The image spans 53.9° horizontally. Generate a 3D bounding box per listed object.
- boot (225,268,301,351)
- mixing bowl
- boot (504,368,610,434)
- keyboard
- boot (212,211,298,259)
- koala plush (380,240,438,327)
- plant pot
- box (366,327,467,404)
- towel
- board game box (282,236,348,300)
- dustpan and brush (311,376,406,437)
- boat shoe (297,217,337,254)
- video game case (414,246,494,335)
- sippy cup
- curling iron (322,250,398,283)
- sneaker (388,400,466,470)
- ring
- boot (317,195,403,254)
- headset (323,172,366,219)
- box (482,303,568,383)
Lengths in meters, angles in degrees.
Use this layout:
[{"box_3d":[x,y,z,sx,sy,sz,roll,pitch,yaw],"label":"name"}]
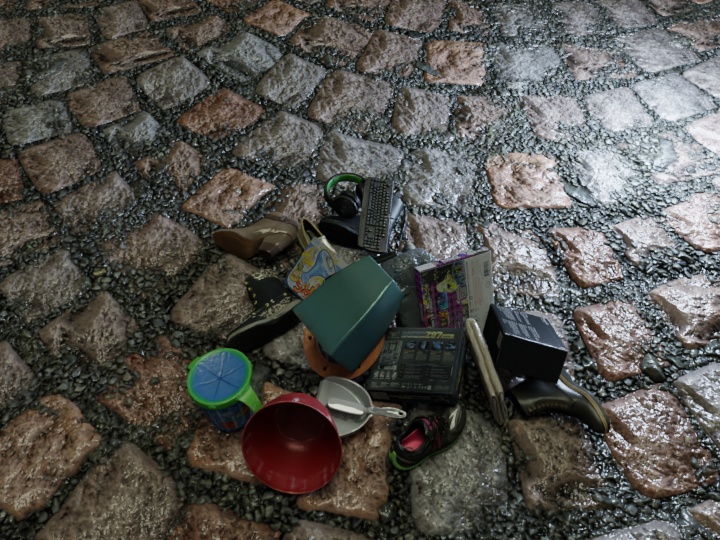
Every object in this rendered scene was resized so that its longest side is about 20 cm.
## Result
[{"box_3d":[-0.243,0.089,1.641,0.200,0.075,0.154,-27,50,-22],"label":"boot"},{"box_3d":[-0.126,0.318,1.386,0.193,0.206,0.109,5,21,3],"label":"mixing bowl"},{"box_3d":[0.410,0.293,1.485,0.136,0.079,0.200,-27,41,-17],"label":"boot"},{"box_3d":[0.062,-0.131,1.701,0.123,0.021,0.205,10,63,-7],"label":"keyboard"},{"box_3d":[-0.259,-0.099,1.807,0.195,0.072,0.147,19,45,13],"label":"boot"},{"box_3d":[0.105,0.014,1.657,0.176,0.186,0.200,-38,29,-5],"label":"koala plush"},{"box_3d":[-0.012,0.081,1.502,0.200,0.141,0.141,-45,60,-1],"label":"plant pot"},{"box_3d":[0.123,0.201,1.516,0.194,0.051,0.161,-2,52,24],"label":"box"},{"box_3d":[0.268,0.212,1.502,0.034,0.134,0.204,-17,51,3],"label":"towel"},{"box_3d":[-0.077,0.033,1.668,0.199,0.034,0.137,38,93,28],"label":"board game box"},{"box_3d":[-0.002,0.292,1.473,0.194,0.058,0.142,11,54,4],"label":"dustpan and brush"},{"box_3d":[-0.100,-0.052,1.756,0.071,0.077,0.200,-27,55,-24],"label":"boat shoe"},{"box_3d":[0.216,0.066,1.587,0.176,0.206,0.036,-16,24,-15],"label":"video game case"},{"box_3d":[-0.275,0.254,1.450,0.136,0.132,0.180,-18,47,-10],"label":"sippy cup"},{"box_3d":[0.000,0.000,1.602,0.196,0.025,0.051,-25,58,19],"label":"curling iron"},{"box_3d":[0.144,0.327,1.433,0.198,0.085,0.077,-33,57,-26],"label":"sneaker"},{"box_3d":[-0.036,0.146,1.577,0.195,0.019,0.206,-9,66,19],"label":"ring"},{"box_3d":[0.003,-0.141,1.832,0.194,0.077,0.171,16,53,4],"label":"boot"},{"box_3d":[-0.010,-0.164,1.769,0.122,0.096,0.200,-28,54,-27],"label":"headset"},{"box_3d":[0.347,0.152,1.516,0.137,0.081,0.200,13,15,-1],"label":"box"}]
